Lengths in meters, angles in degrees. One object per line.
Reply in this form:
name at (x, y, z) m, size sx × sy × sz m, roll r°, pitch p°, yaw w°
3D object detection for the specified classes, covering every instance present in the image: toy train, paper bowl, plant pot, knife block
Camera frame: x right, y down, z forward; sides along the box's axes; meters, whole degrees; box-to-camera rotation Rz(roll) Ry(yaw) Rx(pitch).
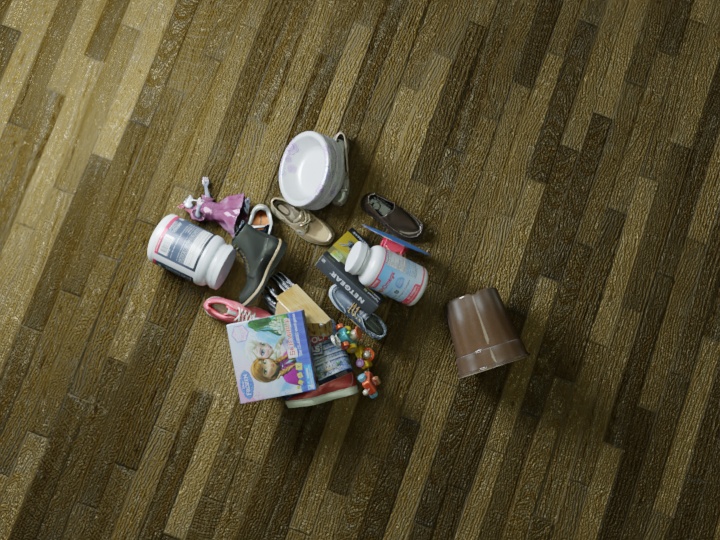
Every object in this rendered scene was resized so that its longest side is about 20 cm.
toy train at (0.001, 0.225, 1.599) m, size 0.055 × 0.150 × 0.201 m, roll -29°, pitch 104°, yaw 13°
paper bowl at (-0.121, -0.263, 1.644) m, size 0.199 × 0.104 × 0.203 m, roll -6°, pitch 81°, yaw 42°
plant pot at (0.323, 0.161, 1.620) m, size 0.198 × 0.200 × 0.200 m, roll -16°, pitch 78°, yaw -4°
knife block at (-0.165, 0.083, 1.619) m, size 0.197 × 0.064 × 0.177 m, roll 1°, pitch 53°, yaw 6°

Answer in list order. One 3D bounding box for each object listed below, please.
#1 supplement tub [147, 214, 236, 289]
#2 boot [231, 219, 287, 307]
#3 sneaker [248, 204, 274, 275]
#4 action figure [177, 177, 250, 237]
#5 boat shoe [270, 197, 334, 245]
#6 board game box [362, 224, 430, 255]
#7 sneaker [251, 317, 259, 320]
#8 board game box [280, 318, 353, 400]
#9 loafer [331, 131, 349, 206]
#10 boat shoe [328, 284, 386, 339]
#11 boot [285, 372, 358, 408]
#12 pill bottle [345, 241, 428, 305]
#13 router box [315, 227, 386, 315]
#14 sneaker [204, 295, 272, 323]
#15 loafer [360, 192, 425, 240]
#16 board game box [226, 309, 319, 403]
supplement tub at (-0.445, -0.047, 1.619) m, size 0.198 × 0.140 × 0.141 m, roll 26°, pitch 84°, yaw 0°
boot at (-0.301, -0.019, 1.601) m, size 0.138 × 0.077 × 0.201 m, roll 31°, pitch 85°, yaw -24°
sneaker at (-0.272, -0.080, 1.662) m, size 0.077 × 0.079 × 0.203 m, roll -5°, pitch 87°, yaw -5°
action figure at (-0.400, -0.160, 1.671) m, size 0.198 × 0.135 × 0.150 m, roll 5°, pitch 127°, yaw 10°
boat shoe at (-0.162, -0.134, 1.677) m, size 0.199 × 0.065 × 0.072 m, roll 29°, pitch 84°, yaw 0°
board game box at (0.090, -0.063, 1.619) m, size 0.157 × 0.199 × 0.039 m, roll 31°, pitch 100°, yaw 40°
sneaker at (-0.254, 0.230, 1.593) m, size 0.070 × 0.113 × 0.202 m, roll -12°, pitch 102°, yaw 1°
board game box at (-0.146, 0.207, 1.614) m, size 0.198 × 0.062 × 0.201 m, roll -23°, pitch 66°, yaw -1°
loafer at (-0.063, -0.283, 1.696) m, size 0.071 × 0.063 × 0.203 m, roll 2°, pitch 85°, yaw -3°
boat shoe at (-0.003, 0.107, 1.650) m, size 0.200 × 0.091 × 0.071 m, roll 42°, pitch 84°, yaw 2°
boot at (-0.117, 0.283, 1.643) m, size 0.198 × 0.072 × 0.146 m, roll -15°, pitch 85°, yaw -11°
pill bottle at (0.066, 0.005, 1.563) m, size 0.198 × 0.109 × 0.110 m, roll 25°, pitch 84°, yaw -16°
router box at (0.000, 0.000, 1.637) m, size 0.200 × 0.052 × 0.157 m, roll 42°, pitch 45°, yaw 1°
sneaker at (-0.329, 0.123, 1.636) m, size 0.198 × 0.087 × 0.075 m, roll 16°, pitch 85°, yaw -1°
loafer at (0.088, -0.148, 1.687) m, size 0.199 × 0.071 × 0.074 m, roll 29°, pitch 84°, yaw 0°
board game box at (-0.219, 0.214, 1.526) m, size 0.197 × 0.041 × 0.202 m, roll -12°, pitch 88°, yaw 5°
